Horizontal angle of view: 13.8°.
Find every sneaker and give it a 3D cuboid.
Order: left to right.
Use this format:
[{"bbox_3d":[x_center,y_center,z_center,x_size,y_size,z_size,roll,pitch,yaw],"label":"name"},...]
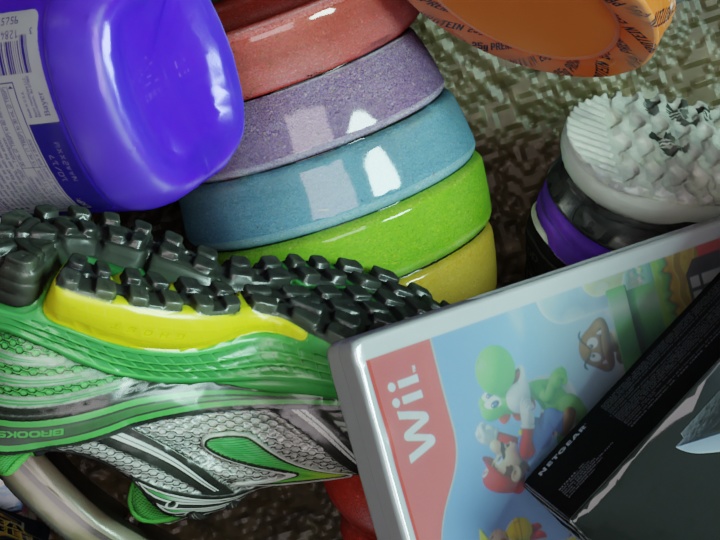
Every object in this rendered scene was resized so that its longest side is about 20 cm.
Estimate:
[{"bbox_3d":[-0.033,0.040,0.947,0.199,0.078,0.085,13,112,-14],"label":"sneaker"},{"bbox_3d":[0.148,0.002,1.057,0.200,0.070,0.100,12,126,-17],"label":"sneaker"}]

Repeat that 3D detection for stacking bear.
[{"bbox_3d":[0.000,0.000,1.034,0.121,0.114,0.201,-19,102,2],"label":"stacking bear"}]

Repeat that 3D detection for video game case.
[{"bbox_3d":[0.090,0.066,0.937,0.200,0.017,0.143,-17,93,-34],"label":"video game case"}]

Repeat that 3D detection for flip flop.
[{"bbox_3d":[-0.109,0.034,0.987,0.058,0.081,0.200,-41,94,-3],"label":"flip flop"}]

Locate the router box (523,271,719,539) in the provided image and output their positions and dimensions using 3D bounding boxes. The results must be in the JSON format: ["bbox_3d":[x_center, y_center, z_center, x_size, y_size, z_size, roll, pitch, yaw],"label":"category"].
[{"bbox_3d":[0.175,0.049,0.901,0.200,0.052,0.157,-46,106,-3],"label":"router box"}]

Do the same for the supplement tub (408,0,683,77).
[{"bbox_3d":[0.085,-0.172,0.965,0.122,0.123,0.200,25,69,-4],"label":"supplement tub"}]

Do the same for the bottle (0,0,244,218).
[{"bbox_3d":[-0.130,-0.058,0.992,0.200,0.065,0.084,-3,115,42],"label":"bottle"}]

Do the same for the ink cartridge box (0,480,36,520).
[{"bbox_3d":[-0.174,0.069,1.058,0.116,0.068,0.201,3,98,-1],"label":"ink cartridge box"}]

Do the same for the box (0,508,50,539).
[{"bbox_3d":[-0.212,0.158,1.014,0.159,0.046,0.201,19,102,-4],"label":"box"}]
